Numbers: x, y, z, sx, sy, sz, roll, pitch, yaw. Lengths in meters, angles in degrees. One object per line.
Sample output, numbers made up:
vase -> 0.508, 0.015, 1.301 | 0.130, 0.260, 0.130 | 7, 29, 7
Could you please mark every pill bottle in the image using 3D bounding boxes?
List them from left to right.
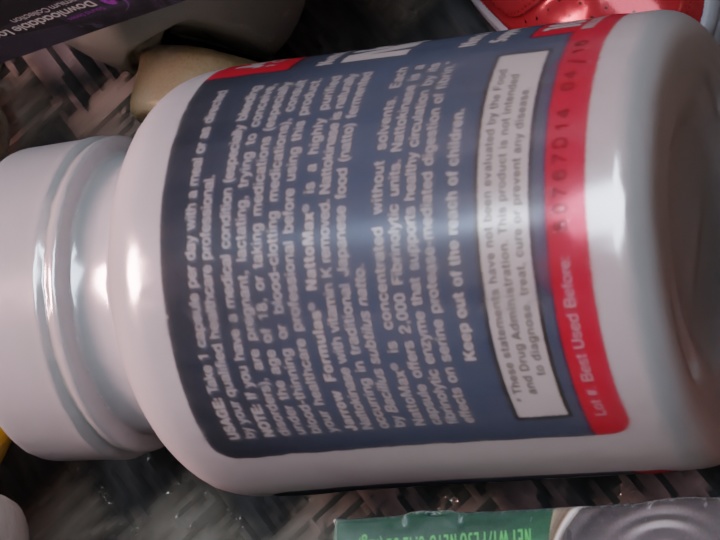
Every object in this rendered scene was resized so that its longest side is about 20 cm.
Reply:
pill bottle -> 0.000, 0.000, 0.719 | 0.200, 0.120, 0.120 | -6, 71, 23

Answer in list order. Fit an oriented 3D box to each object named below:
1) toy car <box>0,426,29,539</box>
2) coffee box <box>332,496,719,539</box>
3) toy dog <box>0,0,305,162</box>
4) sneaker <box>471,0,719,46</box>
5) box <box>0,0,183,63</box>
toy car -> -0.199, 0.058, 0.768 | 0.200, 0.150, 0.175 | -12, 68, -24
coffee box -> 0.056, 0.158, 0.665 | 0.123, 0.044, 0.200 | -4, 68, 9
toy dog -> -0.096, -0.096, 0.810 | 0.200, 0.096, 0.132 | -10, 69, 22
sneaker -> 0.025, -0.137, 0.757 | 0.071, 0.112, 0.200 | -40, 61, 9
box -> -0.069, -0.162, 0.741 | 0.143, 0.036, 0.200 | -14, 66, 41
